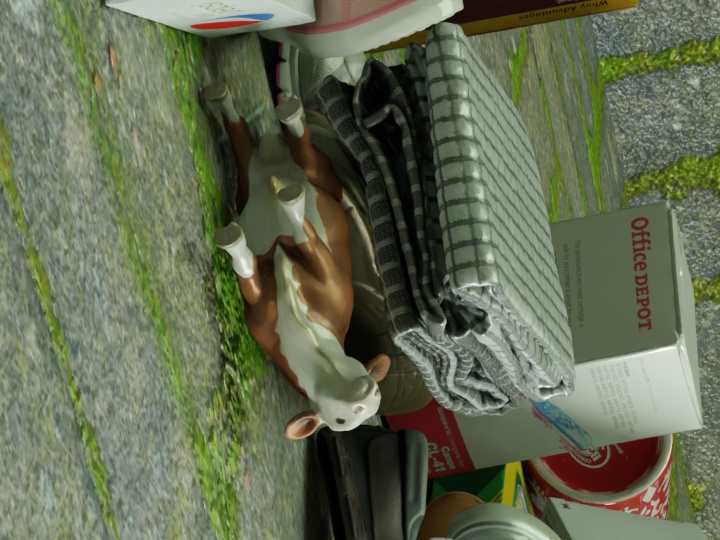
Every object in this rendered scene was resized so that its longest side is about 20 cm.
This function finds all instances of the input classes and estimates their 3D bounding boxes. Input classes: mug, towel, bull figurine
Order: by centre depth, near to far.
[{"bbox_3d":[-0.035,-0.009,1.481,0.200,0.065,0.122,-104,176,-48],"label":"bull figurine"},{"bbox_3d":[0.049,-0.020,1.579,0.200,0.085,0.166,45,34,-65],"label":"towel"},{"bbox_3d":[0.147,0.153,2.120,0.200,0.177,0.134,90,23,-64],"label":"mug"}]

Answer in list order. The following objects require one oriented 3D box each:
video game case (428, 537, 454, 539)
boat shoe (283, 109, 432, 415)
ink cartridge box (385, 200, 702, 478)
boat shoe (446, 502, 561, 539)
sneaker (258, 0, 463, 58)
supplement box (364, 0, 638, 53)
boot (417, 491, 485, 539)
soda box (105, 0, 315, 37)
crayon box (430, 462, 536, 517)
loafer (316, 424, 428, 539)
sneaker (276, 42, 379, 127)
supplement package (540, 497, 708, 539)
[{"bbox_3d":[0.032,0.277,1.549,0.200,0.023,0.182,-86,-176,-51],"label":"video game case"},{"bbox_3d":[-0.003,0.000,1.658,0.063,0.073,0.201,-81,152,-47],"label":"boat shoe"},{"bbox_3d":[0.118,0.046,1.895,0.148,0.200,0.086,-87,163,-49],"label":"ink cartridge box"},{"bbox_3d":[0.107,0.225,1.712,0.072,0.070,0.201,-86,154,-53],"label":"boat shoe"},{"bbox_3d":[-0.020,-0.177,1.561,0.200,0.075,0.105,19,-49,63],"label":"sneaker"},{"bbox_3d":[0.071,-0.263,1.929,0.200,0.197,0.133,61,22,-62],"label":"supplement box"},{"bbox_3d":[0.054,0.213,1.770,0.155,0.074,0.200,50,30,-62],"label":"boot"},{"bbox_3d":[-0.075,-0.159,1.429,0.200,0.064,0.068,0,82,-79],"label":"soda box"},{"bbox_3d":[0.094,0.235,1.989,0.173,0.058,0.200,-75,153,-63],"label":"crayon box"},{"bbox_3d":[-0.002,0.169,1.580,0.072,0.063,0.200,114,-14,-48],"label":"loafer"},{"bbox_3d":[0.005,-0.088,1.721,0.081,0.088,0.200,-76,154,-65],"label":"sneaker"},{"bbox_3d":[0.153,0.264,1.854,0.110,0.114,0.200,-115,-141,-65],"label":"supplement package"}]
